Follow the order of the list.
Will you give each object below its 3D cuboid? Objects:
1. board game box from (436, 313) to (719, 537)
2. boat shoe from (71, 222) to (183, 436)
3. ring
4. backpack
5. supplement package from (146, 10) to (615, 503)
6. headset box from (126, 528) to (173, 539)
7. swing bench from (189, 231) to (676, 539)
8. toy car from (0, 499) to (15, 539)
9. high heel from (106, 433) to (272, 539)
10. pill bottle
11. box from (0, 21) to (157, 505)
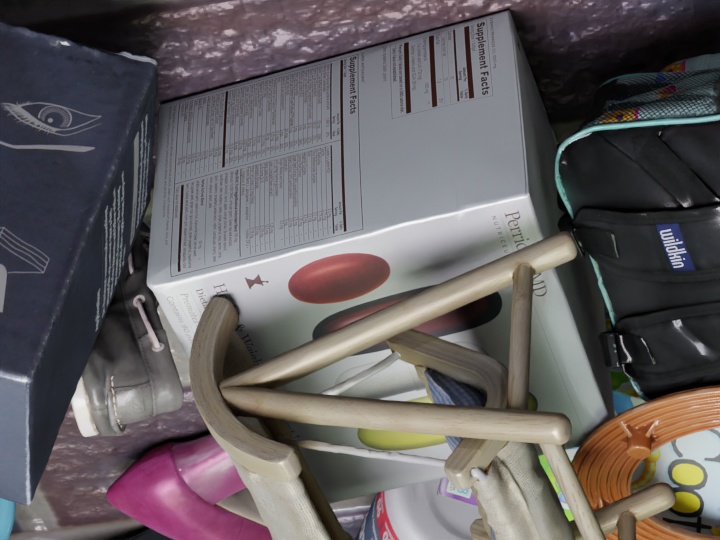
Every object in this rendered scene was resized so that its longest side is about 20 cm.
[{"bbox_3d":[0.160,0.098,1.483,0.199,0.105,0.104,18,114,6],"label":"board game box"},{"bbox_3d":[-0.120,0.019,1.340,0.057,0.200,0.067,-7,124,2],"label":"boat shoe"},{"bbox_3d":[0.210,0.119,1.352,0.199,0.019,0.201,3,146,2],"label":"ring"},{"bbox_3d":[0.222,-0.032,1.290,0.199,0.153,0.177,-7,113,34],"label":"backpack"},{"bbox_3d":[0.015,0.000,1.345,0.199,0.148,0.192,-14,133,12],"label":"supplement package"},{"bbox_3d":[-0.188,0.283,1.736,0.174,0.093,0.200,-25,153,-23],"label":"headset box"},{"bbox_3d":[0.036,0.110,1.246,0.199,0.130,0.199,-12,132,18],"label":"swing bench"},{"bbox_3d":[-0.298,0.168,1.584,0.200,0.176,0.150,-30,173,30],"label":"toy car"},{"bbox_3d":[-0.086,0.182,1.679,0.096,0.068,0.200,-24,137,8],"label":"high heel"},{"bbox_3d":[0.052,0.199,1.684,0.119,0.120,0.200,4,143,-14],"label":"pill bottle"},{"bbox_3d":[-0.220,-0.020,1.224,0.196,0.201,0.118,15,144,4],"label":"box"}]
